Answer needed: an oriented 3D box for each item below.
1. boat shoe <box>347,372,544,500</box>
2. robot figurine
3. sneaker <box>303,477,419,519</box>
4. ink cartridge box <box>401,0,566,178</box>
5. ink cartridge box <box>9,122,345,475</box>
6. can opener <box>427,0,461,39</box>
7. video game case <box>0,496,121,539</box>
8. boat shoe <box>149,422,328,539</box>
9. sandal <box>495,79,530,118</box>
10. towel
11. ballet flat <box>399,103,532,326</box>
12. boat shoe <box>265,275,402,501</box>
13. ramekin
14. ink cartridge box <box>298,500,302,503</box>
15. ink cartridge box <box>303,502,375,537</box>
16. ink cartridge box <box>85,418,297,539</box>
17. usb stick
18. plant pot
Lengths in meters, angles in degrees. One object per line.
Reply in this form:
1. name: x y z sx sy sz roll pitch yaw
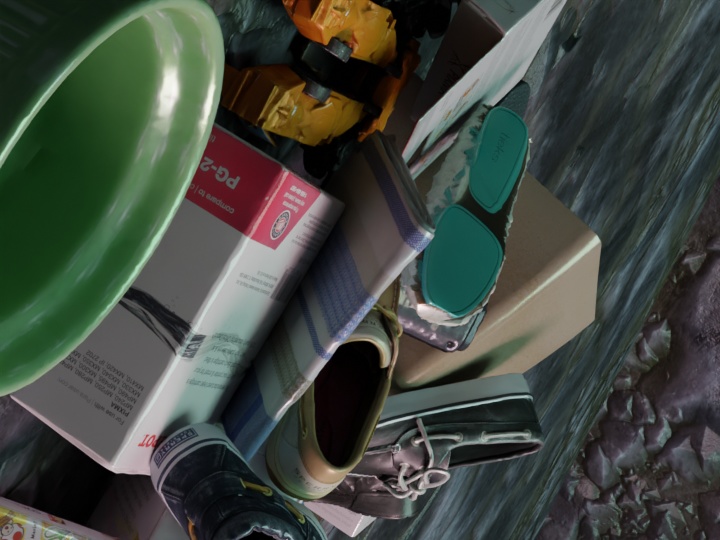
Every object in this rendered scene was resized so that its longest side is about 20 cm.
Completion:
1. boat shoe: 0.041 0.130 1.406 0.198 0.069 0.074 -10 158 -26
2. robot figurine: -0.018 -0.131 1.215 0.146 0.058 0.200 -60 165 7
3. sneaker: -0.011 0.140 1.572 0.060 0.198 0.105 -39 136 -70
4. ink cartridge box: 0.066 -0.133 1.311 0.173 0.044 0.200 -43 173 -19
5. ink cartridge box: -0.107 0.017 1.164 0.201 0.084 0.145 -59 165 1
6. can opener: 0.068 -0.199 1.353 0.079 0.063 0.200 -56 165 -12
7. video game case: -0.203 0.253 1.200 0.181 0.023 0.201 25 96 -31
8. boat shoe: -0.058 0.177 1.175 0.071 0.091 0.200 -38 140 0
9. sandal: 0.071 -0.087 1.647 0.201 0.043 0.076 -53 160 17
10. towel: -0.028 0.015 1.220 0.200 0.024 0.147 -52 -154 15
11. ballet flat: 0.066 -0.029 1.305 0.072 0.071 0.201 104 9 -49
12. boat shoe: -0.004 0.050 1.252 0.066 0.074 0.202 -27 -133 58
13. ramekin: -0.155 -0.054 0.842 0.201 0.097 0.200 -53 164 -22
14. ink cartridge box: -0.096 0.159 1.480 0.201 0.087 0.145 -59 165 8
15. ink cartridge box: 0.000 0.106 1.628 0.201 0.115 0.068 -64 165 19
16. ink cartridge box: -0.129 0.185 1.311 0.201 0.085 0.148 -58 -161 4
17. usb stick: 0.000 0.000 1.326 0.033 0.199 0.056 21 -94 64
18. plant pot: 0.051 0.005 1.481 0.177 0.200 0.200 -44 163 -11
